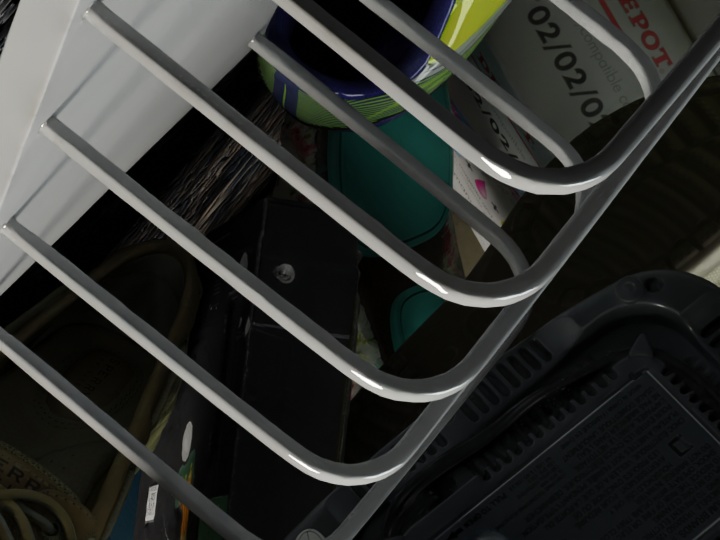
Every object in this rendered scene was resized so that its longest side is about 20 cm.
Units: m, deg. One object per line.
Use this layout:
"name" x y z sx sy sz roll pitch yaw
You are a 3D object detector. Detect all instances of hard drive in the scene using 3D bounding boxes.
"hard drive" -0.042 0.086 0.811 0.140 0.038 0.200 152 -54 -71

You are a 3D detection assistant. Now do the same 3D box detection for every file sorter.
"file sorter" 0.001 -0.041 0.604 0.139 0.124 0.200 -49 175 -34

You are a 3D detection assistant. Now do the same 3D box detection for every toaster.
"toaster" 0.068 0.092 0.721 0.200 0.114 0.129 -39 152 -12

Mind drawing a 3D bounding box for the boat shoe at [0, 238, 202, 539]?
"boat shoe" -0.098 0.054 0.748 0.063 0.073 0.201 -61 174 30

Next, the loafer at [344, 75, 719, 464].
"loafer" 0.072 0.020 0.807 0.200 0.076 0.068 -42 135 2

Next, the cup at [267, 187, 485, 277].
"cup" 0.025 0.013 1.077 0.143 0.201 0.200 -23 166 -19

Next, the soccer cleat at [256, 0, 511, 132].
"soccer cleat" 0.043 -0.122 0.758 0.200 0.065 0.084 -51 173 6

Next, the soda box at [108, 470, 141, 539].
"soda box" -0.062 0.153 1.025 0.064 0.200 0.068 -18 158 -32

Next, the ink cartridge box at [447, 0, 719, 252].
"ink cartridge box" 0.063 -0.080 0.901 0.068 0.115 0.200 -28 170 -11

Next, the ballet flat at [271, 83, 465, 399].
"ballet flat" 0.000 0.000 0.870 0.064 0.200 0.076 -8 -178 43
